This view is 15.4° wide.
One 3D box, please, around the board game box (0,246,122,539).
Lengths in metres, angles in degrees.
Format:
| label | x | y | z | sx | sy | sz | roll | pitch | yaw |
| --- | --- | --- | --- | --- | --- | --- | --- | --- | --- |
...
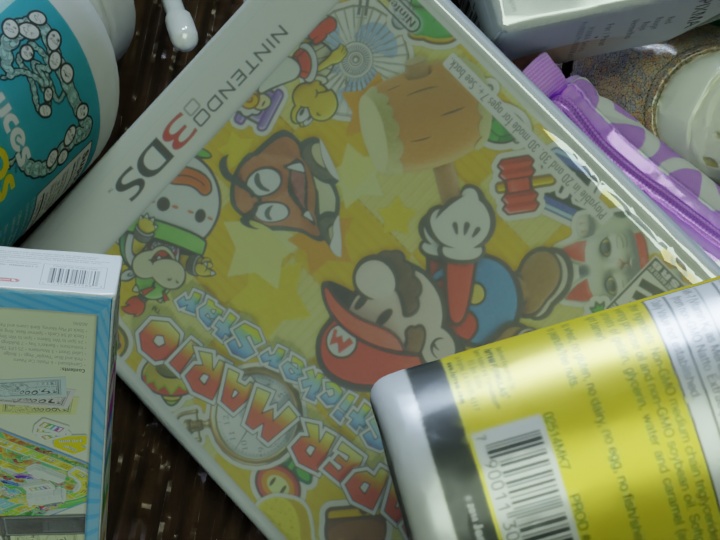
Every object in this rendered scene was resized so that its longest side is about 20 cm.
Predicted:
| label | x | y | z | sx | sy | sz | roll | pitch | yaw |
| --- | --- | --- | --- | --- | --- | --- | --- | --- | --- |
| board game box | -0.180 | 0.055 | 0.849 | 0.200 | 0.135 | 0.034 | 5 | 23 | -3 |

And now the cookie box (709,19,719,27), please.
| label | x | y | z | sx | sy | sz | roll | pitch | yaw |
| --- | --- | --- | --- | --- | --- | --- | --- | --- | --- |
| cookie box | 0.170 | -0.204 | 1.072 | 0.171 | 0.075 | 0.200 | -33 | 72 | -15 |

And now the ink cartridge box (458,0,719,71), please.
| label | x | y | z | sx | sy | sz | roll | pitch | yaw |
| --- | --- | --- | --- | --- | --- | --- | --- | --- | --- |
| ink cartridge box | 0.120 | -0.171 | 1.003 | 0.200 | 0.050 | 0.162 | -11 | 73 | -13 |

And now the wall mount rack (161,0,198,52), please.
| label | x | y | z | sx | sy | sz | roll | pitch | yaw |
| --- | --- | --- | --- | --- | --- | --- | --- | --- | --- |
| wall mount rack | -0.033 | -0.167 | 1.041 | 0.200 | 0.075 | 0.174 | -13 | 77 | -9 |

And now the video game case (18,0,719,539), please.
| label | x | y | z | sx | sy | sz | roll | pitch | yaw |
| --- | --- | --- | --- | --- | --- | --- | --- | --- | --- |
| video game case | 0.000 | 0.000 | 0.951 | 0.182 | 0.023 | 0.200 | -46 | 75 | 9 |

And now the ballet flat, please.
| label | x | y | z | sx | sy | sz | roll | pitch | yaw |
| --- | --- | --- | --- | --- | --- | --- | --- | --- | --- |
| ballet flat | 0.170 | -0.042 | 0.998 | 0.200 | 0.067 | 0.068 | 28 | 90 | 9 |

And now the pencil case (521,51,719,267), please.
| label | x | y | z | sx | sy | sz | roll | pitch | yaw |
| --- | --- | --- | --- | --- | --- | --- | --- | --- | --- |
| pencil case | 0.126 | 0.012 | 0.967 | 0.200 | 0.086 | 0.084 | 36 | 61 | 12 |

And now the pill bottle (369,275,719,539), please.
| label | x | y | z | sx | sy | sz | roll | pitch | yaw |
| --- | --- | --- | --- | --- | --- | --- | --- | --- | --- |
| pill bottle | 0.112 | 0.062 | 0.860 | 0.200 | 0.114 | 0.114 | -16 | 68 | -1 |

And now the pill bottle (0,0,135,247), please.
| label | x | y | z | sx | sy | sz | roll | pitch | yaw |
| --- | --- | --- | --- | --- | --- | --- | --- | --- | --- |
| pill bottle | -0.159 | -0.052 | 0.942 | 0.111 | 0.111 | 0.200 | 29 | 44 | 8 |
